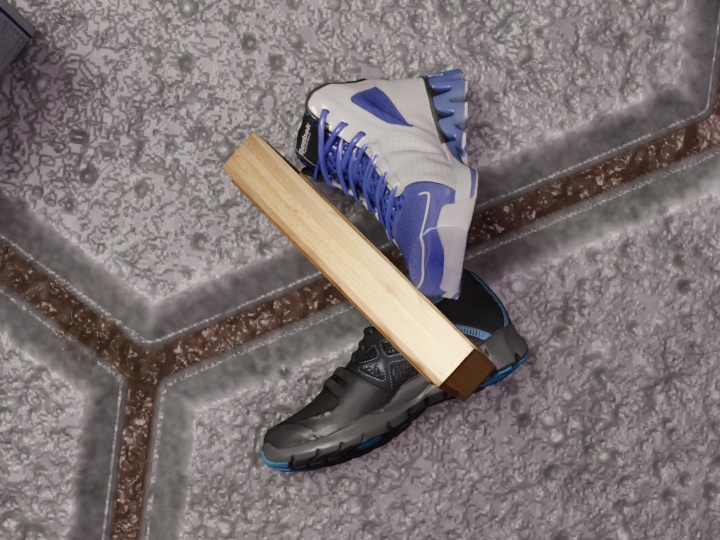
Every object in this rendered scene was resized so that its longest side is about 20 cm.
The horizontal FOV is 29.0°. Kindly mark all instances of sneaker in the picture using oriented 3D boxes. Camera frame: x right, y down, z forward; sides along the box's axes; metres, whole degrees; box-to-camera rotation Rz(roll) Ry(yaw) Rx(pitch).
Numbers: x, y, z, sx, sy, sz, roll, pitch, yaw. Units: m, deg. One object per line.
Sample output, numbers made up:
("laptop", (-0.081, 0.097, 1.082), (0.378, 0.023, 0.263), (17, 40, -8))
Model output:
("sneaker", (0.015, 0.073, 0.965), (0.198, 0.073, 0.083), (-27, 78, -9))
("sneaker", (0.014, -0.063, 0.902), (0.113, 0.201, 0.081), (3, 129, -3))

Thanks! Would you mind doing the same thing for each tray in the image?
("tray", (0.000, 0.000, 0.900), (0.037, 0.099, 0.200), (-46, 73, 2))

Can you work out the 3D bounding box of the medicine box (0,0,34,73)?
("medicine box", (-0.298, -0.113, 0.838), (0.103, 0.200, 0.183), (37, 88, -9))
